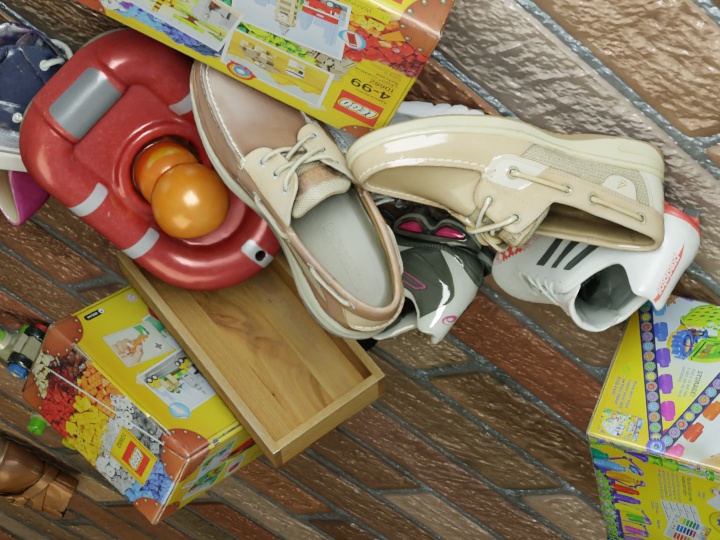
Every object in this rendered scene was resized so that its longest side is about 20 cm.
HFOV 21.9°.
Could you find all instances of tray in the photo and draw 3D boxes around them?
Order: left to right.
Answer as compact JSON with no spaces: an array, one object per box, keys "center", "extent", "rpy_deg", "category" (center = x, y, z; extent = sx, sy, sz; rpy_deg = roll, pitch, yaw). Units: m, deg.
[{"center":[-0.081,0.039,1.358],"extent":[0.200,0.099,0.037],"rpy_deg":[49,164,23],"category":"tray"}]

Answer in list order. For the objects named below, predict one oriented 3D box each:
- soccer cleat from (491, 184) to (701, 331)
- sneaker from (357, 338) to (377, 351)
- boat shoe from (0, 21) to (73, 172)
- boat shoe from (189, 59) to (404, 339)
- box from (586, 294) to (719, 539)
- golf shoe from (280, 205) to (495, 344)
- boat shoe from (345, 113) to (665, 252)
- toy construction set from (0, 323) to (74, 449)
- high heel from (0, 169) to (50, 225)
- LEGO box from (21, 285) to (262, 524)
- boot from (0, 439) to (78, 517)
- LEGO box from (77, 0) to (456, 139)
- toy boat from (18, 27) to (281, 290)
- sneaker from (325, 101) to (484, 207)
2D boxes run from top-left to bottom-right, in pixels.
[{"center":[0.143,0.003,1.213],"extent":[0.069,0.085,0.200],"rpy_deg":[34,154,-22],"category":"soccer cleat"},{"center":[-0.044,0.079,1.541],"extent":[0.070,0.090,0.200],"rpy_deg":[30,156,-13],"category":"sneaker"},{"center":[-0.206,-0.119,1.304],"extent":[0.200,0.075,0.093],"rpy_deg":[3,119,-16],"category":"boat shoe"},{"center":[-0.031,-0.052,1.110],"extent":[0.200,0.076,0.072],"rpy_deg":[56,164,-3],"category":"boat shoe"},{"center":[0.276,0.132,1.314],"extent":[0.192,0.122,0.200],"rpy_deg":[15,154,19],"category":"box"},{"center":[0.000,0.000,1.341],"extent":[0.200,0.088,0.077],"rpy_deg":[4,151,43],"category":"golf shoe"},{"center":[0.090,-0.047,1.096],"extent":[0.200,0.065,0.071],"rpy_deg":[4,161,-14],"category":"boat shoe"},{"center":[-0.340,0.112,1.905],"extent":[0.200,0.092,0.131],"rpy_deg":[26,159,-33],"category":"toy construction set"},{"center":[-0.293,-0.122,1.345],"extent":[0.067,0.096,0.200],"rpy_deg":[0,147,43],"category":"high heel"},{"center":[-0.131,0.080,1.421],"extent":[0.149,0.200,0.077],"rpy_deg":[42,128,16],"category":"LEGO box"},{"center":[-0.440,0.266,2.349],"extent":[0.155,0.077,0.200],"rpy_deg":[24,150,-10],"category":"boot"},{"center":[-0.050,-0.171,1.039],"extent":[0.200,0.077,0.149],"rpy_deg":[26,156,-4],"category":"LEGO box"},{"center":[-0.125,-0.060,1.241],"extent":[0.200,0.131,0.131],"rpy_deg":[41,-175,-35],"category":"toy boat"},{"center":[0.025,-0.065,1.185],"extent":[0.200,0.082,0.075],"rpy_deg":[20,156,10],"category":"sneaker"}]
